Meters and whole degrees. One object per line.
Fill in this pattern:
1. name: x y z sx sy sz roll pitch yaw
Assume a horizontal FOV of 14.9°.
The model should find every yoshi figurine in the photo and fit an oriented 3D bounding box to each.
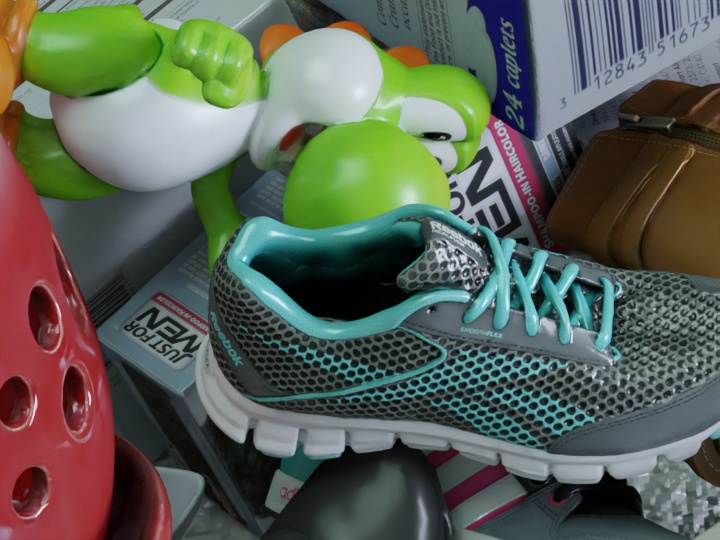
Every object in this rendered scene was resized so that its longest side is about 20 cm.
1. yoshi figurine: -0.050 -0.041 0.990 0.200 0.112 0.112 2 2 -9

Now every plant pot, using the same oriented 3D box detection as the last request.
1. plant pot: -0.176 0.063 0.934 0.200 0.183 0.200 -17 33 12

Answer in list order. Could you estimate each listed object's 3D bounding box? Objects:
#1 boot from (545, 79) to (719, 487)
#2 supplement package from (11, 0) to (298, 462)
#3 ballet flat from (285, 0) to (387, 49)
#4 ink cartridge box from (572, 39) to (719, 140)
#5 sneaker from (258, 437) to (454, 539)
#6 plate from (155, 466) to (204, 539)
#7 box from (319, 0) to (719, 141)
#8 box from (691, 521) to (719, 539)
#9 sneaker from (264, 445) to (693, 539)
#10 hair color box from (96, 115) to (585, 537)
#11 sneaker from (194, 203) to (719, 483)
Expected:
1. boot: 0.130 -0.001 1.043 0.155 0.074 0.200 16 44 37
2. supplement package: -0.118 -0.054 1.158 0.151 0.152 0.200 -41 45 -14
3. ballet flat: -0.031 -0.125 1.247 0.068 0.067 0.200 -2 28 -26
4. ink cartridge box: 0.120 -0.125 1.169 0.200 0.067 0.116 -13 45 15
5. sneaker: -0.037 0.142 0.941 0.076 0.091 0.200 24 84 40
6. plate: -0.177 0.143 1.022 0.200 0.032 0.200 2 40 34
7. box: 0.075 -0.168 1.081 0.184 0.105 0.200 -29 41 -22
8. box: 0.144 0.131 0.897 0.200 0.095 0.078 -34 44 -5
9. sneaker: 0.061 0.055 0.998 0.200 0.084 0.121 13 87 36
10. hair color box: 0.000 0.000 1.087 0.200 0.099 0.061 -43 47 -16
11. sneaker: 0.040 0.019 0.919 0.200 0.091 0.078 -2 54 4
